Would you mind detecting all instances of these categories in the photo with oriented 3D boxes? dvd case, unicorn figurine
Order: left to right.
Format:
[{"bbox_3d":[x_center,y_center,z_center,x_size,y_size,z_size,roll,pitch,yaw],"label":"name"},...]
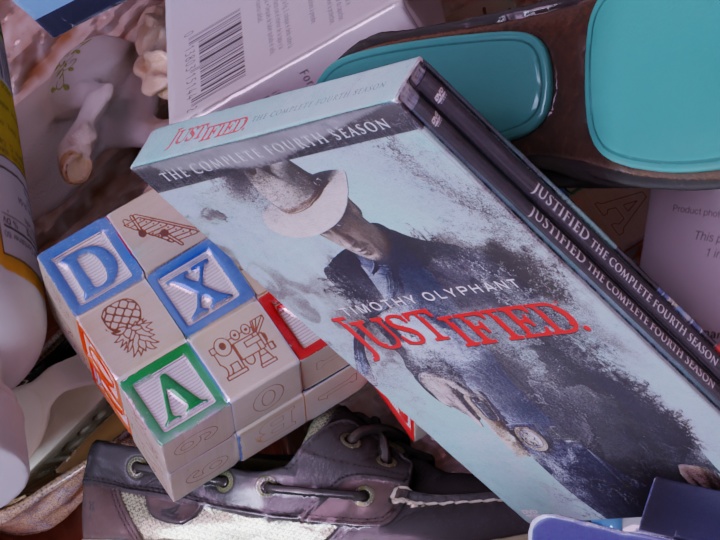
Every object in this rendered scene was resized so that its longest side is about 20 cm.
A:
[{"bbox_3d":[-0.142,-0.041,1.172,0.200,0.074,0.137,-26,38,5],"label":"unicorn figurine"},{"bbox_3d":[0.038,0.014,0.919,0.146,0.200,0.022,-9,43,53],"label":"dvd case"}]

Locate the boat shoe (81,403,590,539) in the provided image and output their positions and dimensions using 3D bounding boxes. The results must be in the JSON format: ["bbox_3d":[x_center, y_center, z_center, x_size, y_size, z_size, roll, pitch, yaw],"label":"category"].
[{"bbox_3d":[-0.009,0.082,1.070,0.200,0.072,0.066,-6,90,11],"label":"boat shoe"}]

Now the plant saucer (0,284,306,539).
[{"bbox_3d":[-0.104,0.097,1.168,0.200,0.032,0.201,-3,84,28],"label":"plant saucer"}]

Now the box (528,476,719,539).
[{"bbox_3d":[0.149,0.131,0.924,0.199,0.032,0.121,11,130,11],"label":"box"}]

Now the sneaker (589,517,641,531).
[{"bbox_3d":[0.130,0.144,1.021,0.086,0.075,0.201,-7,91,21],"label":"sneaker"}]

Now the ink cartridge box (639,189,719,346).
[{"bbox_3d":[0.169,-0.057,0.962,0.086,0.146,0.201,7,89,34],"label":"ink cartridge box"}]

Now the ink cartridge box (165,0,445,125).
[{"bbox_3d":[0.012,-0.122,1.041,0.176,0.200,0.045,-30,117,12],"label":"ink cartridge box"}]

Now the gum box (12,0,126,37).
[{"bbox_3d":[-0.057,-0.204,1.103,0.170,0.045,0.200,-23,44,26],"label":"gum box"}]

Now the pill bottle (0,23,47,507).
[{"bbox_3d":[-0.175,-0.010,1.062,0.113,0.113,0.200,-25,62,25],"label":"pill bottle"}]

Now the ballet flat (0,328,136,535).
[{"bbox_3d":[-0.088,0.034,1.107,0.200,0.067,0.068,-46,68,18],"label":"ballet flat"}]

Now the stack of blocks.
[{"bbox_3d":[0.000,0.000,1.044,0.200,0.059,0.115,-31,68,-12],"label":"stack of blocks"}]

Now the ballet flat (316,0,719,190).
[{"bbox_3d":[0.077,-0.056,0.894,0.200,0.068,0.068,1,86,38],"label":"ballet flat"}]
